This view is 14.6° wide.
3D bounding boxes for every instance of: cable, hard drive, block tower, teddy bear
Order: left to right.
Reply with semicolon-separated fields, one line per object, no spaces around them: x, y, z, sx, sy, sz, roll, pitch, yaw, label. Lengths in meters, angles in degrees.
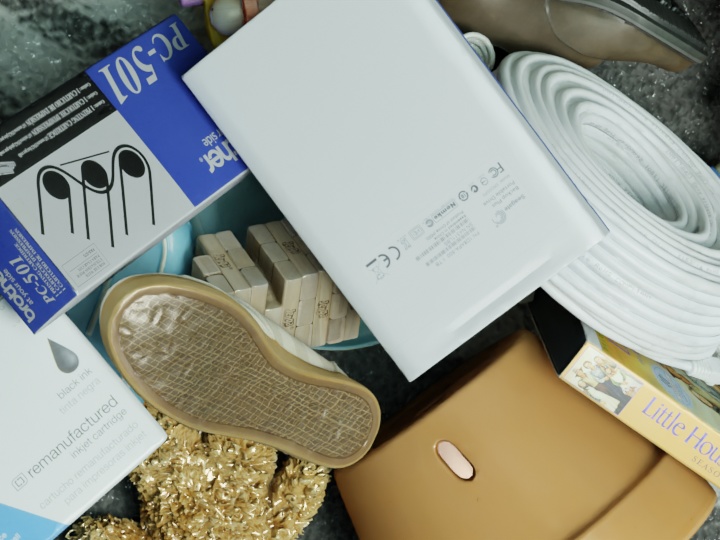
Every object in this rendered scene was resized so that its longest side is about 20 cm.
-0.085;0.130;1.554;0.145;0.067;0.201;12;89;-23;teddy bear
0.000;0.000;1.551;0.199;0.054;0.058;-11;130;-25;block tower
0.017;-0.061;1.465;0.132;0.025;0.200;-37;90;17;hard drive
0.135;-0.036;1.556;0.200;0.200;0.069;14;126;-48;cable

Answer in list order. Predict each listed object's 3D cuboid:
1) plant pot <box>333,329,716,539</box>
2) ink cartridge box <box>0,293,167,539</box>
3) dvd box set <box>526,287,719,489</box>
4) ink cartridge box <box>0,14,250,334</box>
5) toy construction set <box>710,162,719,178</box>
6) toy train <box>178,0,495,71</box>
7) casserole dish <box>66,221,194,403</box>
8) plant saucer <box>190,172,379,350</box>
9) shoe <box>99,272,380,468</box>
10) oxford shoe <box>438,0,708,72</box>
0.078;0.129;1.573;0.200;0.200;0.140;-38;92;-18;plant pot
-0.217;0.056;1.436;0.145;0.084;0.200;-41;92;-6;ink cartridge box
0.184;0.076;1.587;0.200;0.146;0.029;35;103;-15;dvd box set
-0.131;-0.053;1.449;0.094;0.044;0.200;51;38;-1;ink cartridge box
0.241;0.000;1.689;0.131;0.092;0.200;-32;96;-20;toy construction set
-0.011;-0.148;1.513;0.150;0.056;0.200;-33;116;3;toy train
-0.164;0.029;1.505;0.121;0.039;0.201;21;85;-6;casserole dish
-0.016;-0.056;1.593;0.199;0.027;0.201;-2;94;-25;plant saucer
-0.071;0.051;1.471;0.200;0.053;0.070;32;89;-44;shoe
0.118;-0.146;1.635;0.200;0.073;0.085;15;122;-35;oxford shoe
